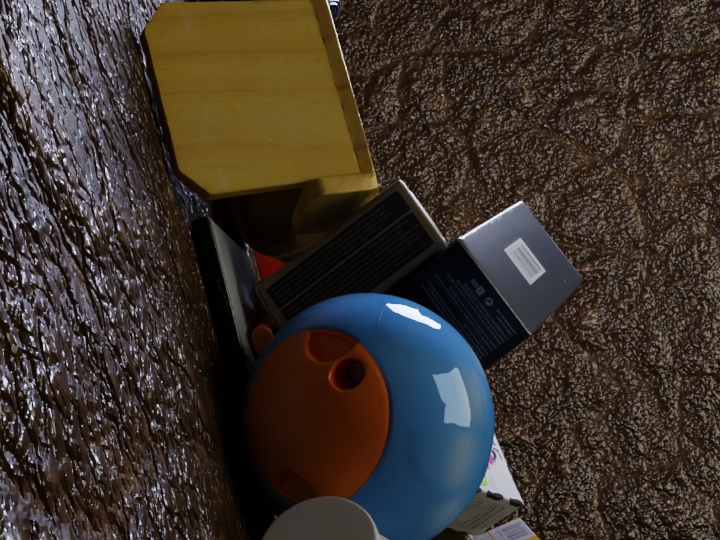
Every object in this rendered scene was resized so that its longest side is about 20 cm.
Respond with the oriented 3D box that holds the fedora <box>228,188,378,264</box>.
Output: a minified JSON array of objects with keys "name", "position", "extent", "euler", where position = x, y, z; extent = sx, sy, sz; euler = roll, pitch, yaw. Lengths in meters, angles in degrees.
[{"name":"fedora","position":[-0.076,-0.074,1.099],"extent":[0.082,0.199,0.203],"euler":[-36,116,-49]}]

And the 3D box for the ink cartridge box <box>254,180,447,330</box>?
[{"name":"ink cartridge box","position":[0.000,0.000,0.987],"extent":[0.075,0.164,0.200],"euler":[54,3,5]}]

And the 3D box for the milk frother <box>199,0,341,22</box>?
[{"name":"milk frother","position":[-0.132,-0.398,1.391],"extent":[0.200,0.178,0.190],"euler":[45,30,-80]}]

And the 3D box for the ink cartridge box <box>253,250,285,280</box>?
[{"name":"ink cartridge box","position":[-0.033,0.022,1.165],"extent":[0.047,0.158,0.202],"euler":[73,1,-65]}]

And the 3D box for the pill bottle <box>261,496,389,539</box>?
[{"name":"pill bottle","position":[-0.005,0.253,0.728],"extent":[0.112,0.110,0.201],"euler":[-104,178,-52]}]

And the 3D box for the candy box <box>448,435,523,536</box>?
[{"name":"candy box","position":[0.064,0.171,1.081],"extent":[0.199,0.071,0.169],"euler":[27,33,-46]}]

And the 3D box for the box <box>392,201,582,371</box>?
[{"name":"box","position":[0.091,0.044,0.988],"extent":[0.104,0.182,0.200],"euler":[53,28,5]}]

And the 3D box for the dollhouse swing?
[{"name":"dollhouse swing","position":[-0.098,-0.134,0.940],"extent":[0.182,0.174,0.202],"euler":[129,-54,-73]}]

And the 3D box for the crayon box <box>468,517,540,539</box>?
[{"name":"crayon box","position":[0.115,0.278,0.820],"extent":[0.200,0.118,0.059],"euler":[-143,-147,-75]}]

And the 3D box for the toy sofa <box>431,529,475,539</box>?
[{"name":"toy sofa","position":[0.072,0.278,1.147],"extent":[0.201,0.083,0.098],"euler":[51,15,-1]}]

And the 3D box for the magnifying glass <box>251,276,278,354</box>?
[{"name":"magnifying glass","position":[-0.083,0.051,0.988],"extent":[0.200,0.022,0.080],"euler":[-105,178,-85]}]

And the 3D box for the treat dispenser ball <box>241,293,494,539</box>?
[{"name":"treat dispenser ball","position":[0.006,0.119,0.820],"extent":[0.201,0.199,0.203],"euler":[-16,90,-88]}]

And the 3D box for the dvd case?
[{"name":"dvd case","position":[-0.106,0.040,0.943],"extent":[0.200,0.017,0.144],"euler":[68,6,-80]}]
